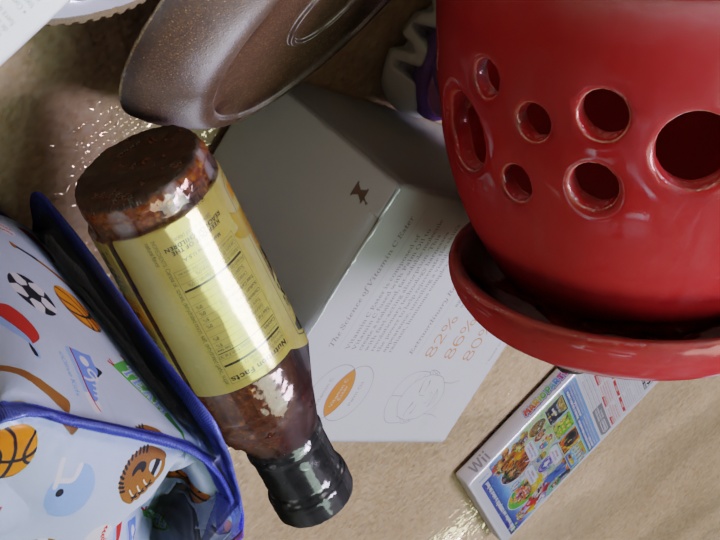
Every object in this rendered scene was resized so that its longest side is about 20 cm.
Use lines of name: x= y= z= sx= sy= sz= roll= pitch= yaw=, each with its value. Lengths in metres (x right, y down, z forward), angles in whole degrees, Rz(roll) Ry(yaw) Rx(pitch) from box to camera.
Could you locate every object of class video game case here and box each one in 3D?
video game case: x=0.164 y=0.118 z=1.342 sx=0.200 sy=0.018 sz=0.143 roll=-45 pitch=150 yaw=-8

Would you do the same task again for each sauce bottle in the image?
sauce bottle: x=-0.059 y=0.032 z=0.757 sx=0.066 sy=0.066 sz=0.201 roll=-37 pitch=126 yaw=-19

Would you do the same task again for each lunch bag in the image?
lunch bag: x=-0.147 y=0.050 z=0.703 sx=0.124 sy=0.170 sz=0.199 roll=-49 pitch=149 yaw=10

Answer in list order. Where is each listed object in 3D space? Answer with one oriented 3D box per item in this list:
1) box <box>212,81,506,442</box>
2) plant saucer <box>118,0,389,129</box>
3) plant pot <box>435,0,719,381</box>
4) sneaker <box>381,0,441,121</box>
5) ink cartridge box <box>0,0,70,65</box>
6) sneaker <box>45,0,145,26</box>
box: x=0.000 y=0.000 z=0.902 sx=0.199 sy=0.106 sz=0.153 roll=10 pitch=117 yaw=-57
plant saucer: x=-0.020 y=-0.127 z=0.731 sx=0.200 sy=0.032 sz=0.200 roll=-43 pitch=175 yaw=-5
plant pot: x=0.132 y=-0.064 z=0.767 sx=0.199 sy=0.199 sz=0.185 roll=-22 pitch=123 yaw=-38
sneaker: x=0.091 y=-0.151 z=0.872 sx=0.080 sy=0.088 sz=0.202 roll=-3 pitch=126 yaw=-50
ink cartridge box: x=-0.190 y=-0.108 z=0.539 sx=0.200 sy=0.050 sz=0.163 roll=-41 pitch=126 yaw=-2
sneaker: x=-0.075 y=-0.174 z=0.642 sx=0.199 sy=0.071 sz=0.113 roll=-36 pitch=152 yaw=-37
